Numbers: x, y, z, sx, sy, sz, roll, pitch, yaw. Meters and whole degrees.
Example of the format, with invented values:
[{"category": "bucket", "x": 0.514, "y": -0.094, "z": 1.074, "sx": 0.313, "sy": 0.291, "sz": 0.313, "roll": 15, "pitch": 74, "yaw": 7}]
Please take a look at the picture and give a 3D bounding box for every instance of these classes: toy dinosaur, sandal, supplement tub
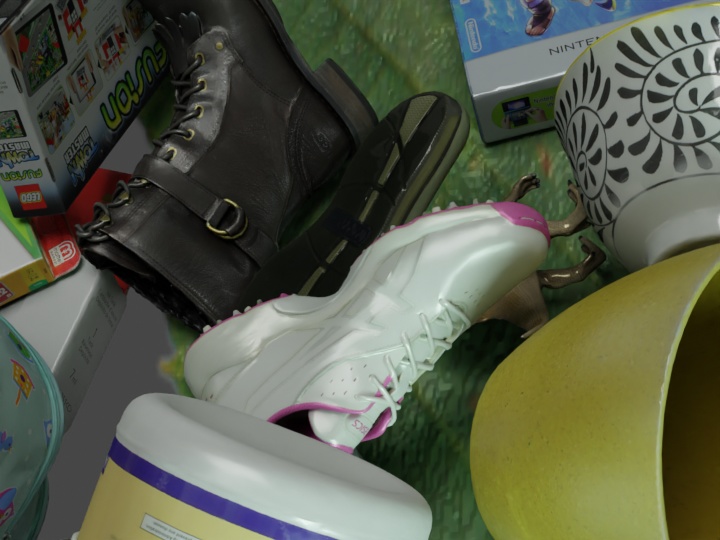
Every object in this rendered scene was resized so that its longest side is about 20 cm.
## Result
[{"category": "toy dinosaur", "x": 0.080, "y": 0.003, "z": 1.275, "sx": 0.101, "sy": 0.058, "sz": 0.200, "roll": -35, "pitch": 27, "yaw": -12}, {"category": "sandal", "x": 0.001, "y": 0.000, "z": 1.282, "sx": 0.201, "sy": 0.057, "sz": 0.080, "roll": -52, "pitch": 36, "yaw": 6}, {"category": "supplement tub", "x": -0.066, "y": 0.169, "z": 1.057, "sx": 0.145, "sy": 0.145, "sz": 0.201, "roll": 22, "pitch": 92, "yaw": 28}]

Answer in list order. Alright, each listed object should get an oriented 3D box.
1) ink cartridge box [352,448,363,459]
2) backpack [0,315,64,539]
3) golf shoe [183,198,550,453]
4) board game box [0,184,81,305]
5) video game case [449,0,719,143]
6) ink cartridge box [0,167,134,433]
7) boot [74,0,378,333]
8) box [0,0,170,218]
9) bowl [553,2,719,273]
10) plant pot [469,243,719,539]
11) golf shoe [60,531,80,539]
[{"category": "ink cartridge box", "x": -0.048, "y": 0.196, "z": 1.187, "sx": 0.195, "sy": 0.043, "sz": 0.200, "roll": -29, "pitch": 50, "yaw": -5}, {"category": "backpack", "x": -0.244, "y": 0.098, "z": 1.232, "sx": 0.175, "sy": 0.153, "sz": 0.201, "roll": 36, "pitch": 95, "yaw": 35}, {"category": "golf shoe", "x": 0.011, "y": 0.039, "z": 1.185, "sx": 0.199, "sy": 0.075, "sz": 0.092, "roll": -29, "pitch": 54, "yaw": 16}, {"category": "board game box", "x": -0.258, "y": 0.001, "z": 1.344, "sx": 0.199, "sy": 0.030, "sz": 0.096, "roll": -24, "pitch": 53, "yaw": -4}, {"category": "video game case", "x": 0.138, "y": -0.181, "z": 1.412, "sx": 0.180, "sy": 0.046, "sz": 0.201, "roll": -14, "pitch": 52, "yaw": 4}, {"category": "ink cartridge box", "x": -0.223, "y": -0.008, "z": 1.383, "sx": 0.199, "sy": 0.045, "sz": 0.177, "roll": 11, "pitch": 59, "yaw": 22}, {"category": "boot", "x": -0.098, "y": -0.073, "z": 1.340, "sx": 0.200, "sy": 0.069, "sz": 0.174, "roll": 41, "pitch": 66, "yaw": -2}, {"category": "box", "x": -0.159, "y": -0.128, "z": 1.369, "sx": 0.034, "sy": 0.111, "sz": 0.200, "roll": -4, "pitch": 30, "yaw": 23}, {"category": "bowl", "x": 0.189, "y": -0.033, "z": 1.193, "sx": 0.199, "sy": 0.201, "sz": 0.095, "roll": 0, "pitch": 58, "yaw": 15}, {"category": "plant pot", "x": 0.137, "y": 0.086, "z": 1.143, "sx": 0.141, "sy": 0.200, "sz": 0.201, "roll": -2, "pitch": 51, "yaw": 41}, {"category": "golf shoe", "x": -0.110, "y": 0.148, "z": 1.171, "sx": 0.199, "sy": 0.077, "sz": 0.088, "roll": -30, "pitch": 42, "yaw": -8}]
